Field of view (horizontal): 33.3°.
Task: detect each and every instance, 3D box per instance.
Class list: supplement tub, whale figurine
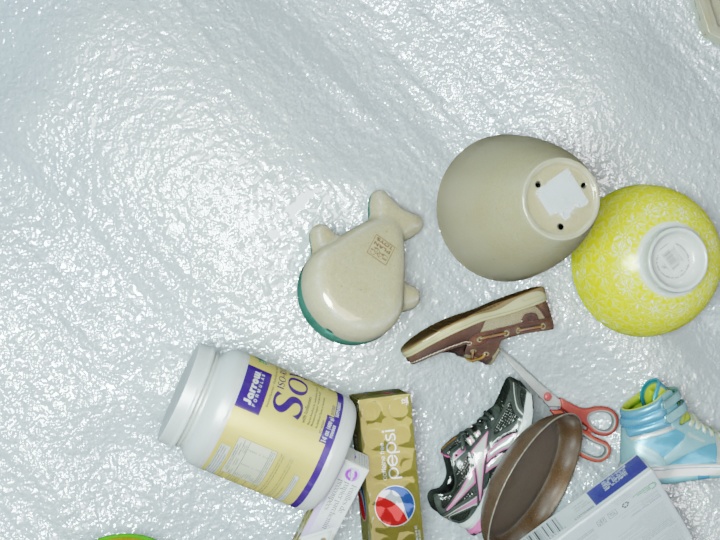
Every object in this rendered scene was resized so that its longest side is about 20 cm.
[{"bbox_3d":[-0.120,0.179,1.404,0.199,0.145,0.146,24,86,-10],"label":"supplement tub"},{"bbox_3d":[0.000,0.000,1.465,0.159,0.104,0.200,33,60,-9],"label":"whale figurine"}]

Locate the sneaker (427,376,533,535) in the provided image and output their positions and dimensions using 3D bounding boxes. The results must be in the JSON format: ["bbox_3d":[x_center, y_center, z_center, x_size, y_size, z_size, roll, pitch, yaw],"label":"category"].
[{"bbox_3d":[0.146,0.222,1.489,0.086,0.080,0.201,23,85,-8],"label":"sneaker"}]

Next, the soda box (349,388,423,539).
[{"bbox_3d":[0.032,0.248,1.474,0.067,0.064,0.201,-6,91,-10],"label":"soda box"}]

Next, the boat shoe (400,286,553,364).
[{"bbox_3d":[0.149,0.084,1.495,0.199,0.072,0.072,-21,93,-16],"label":"boat shoe"}]

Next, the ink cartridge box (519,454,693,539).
[{"bbox_3d":[0.312,0.352,1.510,0.199,0.041,0.200,-36,124,-1],"label":"ink cartridge box"}]

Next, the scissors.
[{"bbox_3d":[0.244,0.174,1.539,0.200,0.014,0.073,30,85,-10],"label":"scissors"}]

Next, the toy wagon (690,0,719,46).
[{"bbox_3d":[0.531,-0.367,1.583,0.199,0.040,0.156,-20,94,-11],"label":"toy wagon"}]

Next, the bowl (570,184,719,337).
[{"bbox_3d":[0.377,-0.014,1.518,0.199,0.108,0.201,0,89,-11],"label":"bowl"}]

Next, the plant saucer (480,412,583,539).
[{"bbox_3d":[0.204,0.257,1.467,0.032,0.200,0.201,27,83,31],"label":"plant saucer"}]

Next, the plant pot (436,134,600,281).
[{"bbox_3d":[0.205,-0.081,1.439,0.187,0.200,0.188,0,89,-10],"label":"plant pot"}]

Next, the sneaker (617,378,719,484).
[{"bbox_3d":[0.423,0.198,1.541,0.199,0.080,0.131,-7,92,-11],"label":"sneaker"}]

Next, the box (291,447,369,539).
[{"bbox_3d":[-0.049,0.304,1.439,0.039,0.041,0.200,24,106,-8],"label":"box"}]

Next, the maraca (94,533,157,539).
[{"bbox_3d":[-0.299,0.378,1.389,0.199,0.107,0.138,-11,84,-11],"label":"maraca"}]
